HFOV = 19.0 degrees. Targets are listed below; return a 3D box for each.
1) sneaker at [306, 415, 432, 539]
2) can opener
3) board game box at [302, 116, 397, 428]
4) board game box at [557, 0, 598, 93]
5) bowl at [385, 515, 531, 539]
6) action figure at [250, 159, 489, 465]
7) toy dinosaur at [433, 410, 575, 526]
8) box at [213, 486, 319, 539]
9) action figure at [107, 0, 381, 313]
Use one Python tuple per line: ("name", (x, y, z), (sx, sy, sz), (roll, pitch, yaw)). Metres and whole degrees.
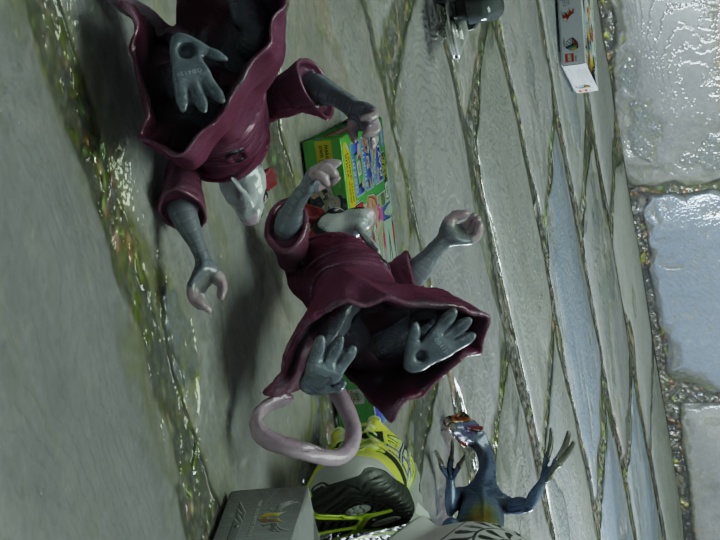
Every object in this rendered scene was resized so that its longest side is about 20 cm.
("sneaker", (-0.004, 0.132, 1.365), (0.200, 0.075, 0.076), (61, 13, -76))
("can opener", (0.102, -0.243, 1.958), (0.200, 0.066, 0.053), (-75, 156, -67))
("board game box", (0.000, 0.000, 1.494), (0.135, 0.029, 0.200), (-43, 127, -75))
("board game box", (0.283, -0.346, 2.821), (0.126, 0.035, 0.200), (39, 47, -73))
("bowl", (0.035, 0.215, 1.330), (0.094, 0.201, 0.201), (50, 9, 11))
("action figure", (-0.001, 0.020, 1.287), (0.149, 0.134, 0.200), (-62, -156, 12))
("toy dinosaur", (0.083, 0.200, 1.762), (0.200, 0.105, 0.182), (-60, -170, 15))
("box", (-0.052, 0.234, 1.140), (0.200, 0.048, 0.159), (-71, 154, -60))
("action figure", (-0.081, -0.081, 1.100), (0.149, 0.134, 0.200), (45, -13, 16))
